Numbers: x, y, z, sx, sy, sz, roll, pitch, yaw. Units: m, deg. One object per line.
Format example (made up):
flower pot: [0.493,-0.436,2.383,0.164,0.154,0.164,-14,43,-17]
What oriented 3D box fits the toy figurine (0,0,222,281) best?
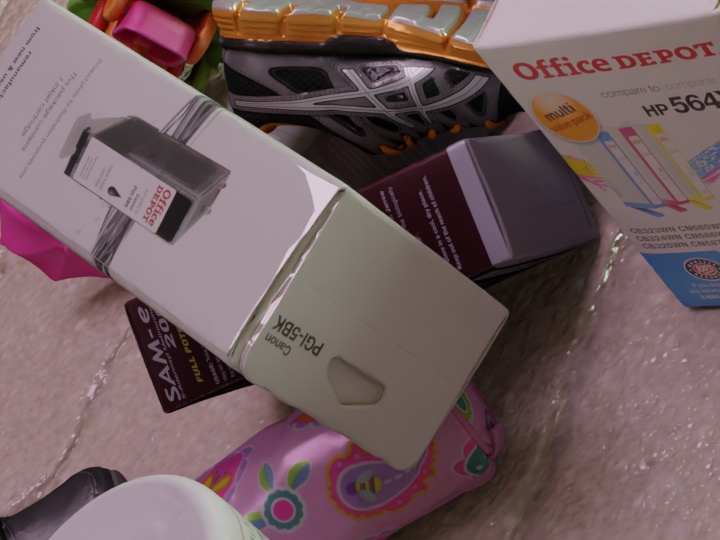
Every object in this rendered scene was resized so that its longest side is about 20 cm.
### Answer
toy figurine: [-0.156,-0.081,1.340,0.200,0.150,0.185,-21,45,67]

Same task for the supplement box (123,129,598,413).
supplement box: [0.000,0.000,1.074,0.199,0.061,0.109,-25,-6,27]

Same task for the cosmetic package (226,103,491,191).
cosmetic package: [0.023,-0.110,1.194,0.201,0.090,0.107,-55,32,-9]

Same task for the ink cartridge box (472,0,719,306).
ink cartridge box: [0.151,-0.095,0.934,0.128,0.200,0.126,-4,50,45]

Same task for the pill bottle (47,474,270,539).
pill bottle: [-0.034,0.175,0.842,0.113,0.200,0.114,-28,37,24]

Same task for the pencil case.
pencil case: [-0.030,0.110,1.021,0.200,0.087,0.088,-40,33,9]

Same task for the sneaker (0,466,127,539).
sneaker: [-0.193,0.164,1.104,0.200,0.079,0.075,-44,36,4]

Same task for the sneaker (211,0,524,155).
sneaker: [0.027,-0.092,1.086,0.199,0.078,0.078,9,24,15]

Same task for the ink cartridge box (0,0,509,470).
ink cartridge box: [-0.056,-0.016,0.950,0.200,0.147,0.083,33,88,37]
